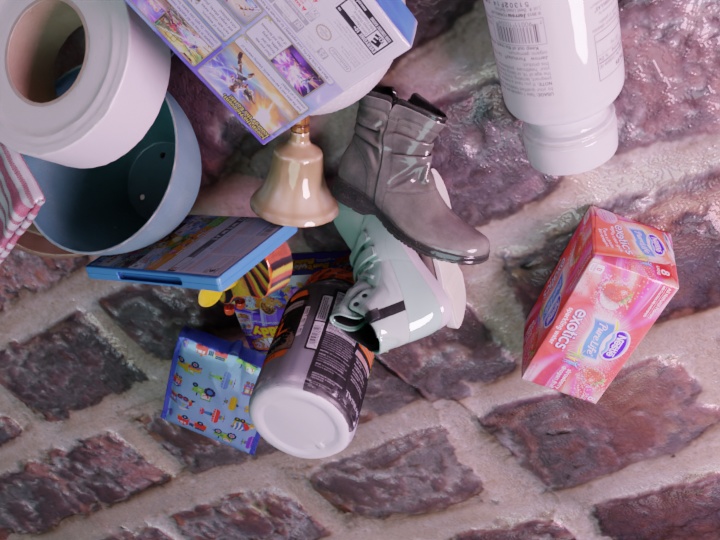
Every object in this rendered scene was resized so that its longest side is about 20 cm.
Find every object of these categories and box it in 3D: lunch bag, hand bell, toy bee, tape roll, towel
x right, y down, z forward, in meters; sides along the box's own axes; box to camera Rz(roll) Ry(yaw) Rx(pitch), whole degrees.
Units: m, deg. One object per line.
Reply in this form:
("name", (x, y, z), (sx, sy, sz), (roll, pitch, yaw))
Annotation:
("lunch bag", (-0.188, 0.155, 1.113), (0.148, 0.095, 0.201), (22, 143, -3))
("hand bell", (-0.063, -0.161, 0.857), (0.102, 0.105, 0.204), (11, 119, 6))
("toy bee", (-0.142, 0.002, 0.961), (0.128, 0.200, 0.111), (-19, 114, -17))
("tape roll", (-0.290, -0.210, 0.797), (0.198, 0.071, 0.208), (-1, 86, 22))
("towel", (-0.424, -0.078, 0.865), (0.199, 0.030, 0.148), (-40, 81, 31))

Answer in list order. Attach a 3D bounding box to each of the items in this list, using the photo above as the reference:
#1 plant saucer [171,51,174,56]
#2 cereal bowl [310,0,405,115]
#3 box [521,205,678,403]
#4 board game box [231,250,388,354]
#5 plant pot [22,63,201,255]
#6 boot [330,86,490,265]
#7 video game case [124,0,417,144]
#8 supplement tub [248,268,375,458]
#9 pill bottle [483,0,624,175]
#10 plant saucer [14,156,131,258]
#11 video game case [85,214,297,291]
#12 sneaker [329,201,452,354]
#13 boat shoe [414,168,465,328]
("plant saucer", (-0.202, -0.273, 0.832), (0.070, 0.019, 0.199), (41, 129, -18))
("cereal bowl", (-0.057, -0.241, 0.744), (0.195, 0.084, 0.205), (4, 115, 10))
("box", (0.266, 0.044, 0.912), (0.100, 0.096, 0.202), (18, 132, -2))
("board game box", (-0.066, 0.045, 1.041), (0.195, 0.045, 0.136), (-3, 128, 18))
("plant pot", (-0.254, -0.111, 0.887), (0.195, 0.205, 0.134), (-3, 172, 18))
("boot", (0.061, -0.101, 0.817), (0.198, 0.067, 0.133), (31, 117, 20))
("video game case", (-0.082, -0.223, 0.655), (0.179, 0.046, 0.200), (-24, 124, 34))
("supplement tub", (-0.045, 0.099, 0.915), (0.119, 0.202, 0.124), (8, 131, 9))
("pill bottle", (0.179, -0.196, 0.723), (0.112, 0.115, 0.203), (-6, 128, 20))
("plant saucer", (-0.376, -0.103, 0.978), (0.195, 0.030, 0.204), (-6, 127, -8))
("video game case", (-0.186, -0.024, 0.884), (0.196, 0.143, 0.018), (4, 120, 31))
("sneaker", (0.000, 0.000, 0.884), (0.201, 0.117, 0.074), (51, 147, 26))
("boat shoe", (0.077, -0.021, 0.927), (0.059, 0.072, 0.205), (3, 125, 26))
